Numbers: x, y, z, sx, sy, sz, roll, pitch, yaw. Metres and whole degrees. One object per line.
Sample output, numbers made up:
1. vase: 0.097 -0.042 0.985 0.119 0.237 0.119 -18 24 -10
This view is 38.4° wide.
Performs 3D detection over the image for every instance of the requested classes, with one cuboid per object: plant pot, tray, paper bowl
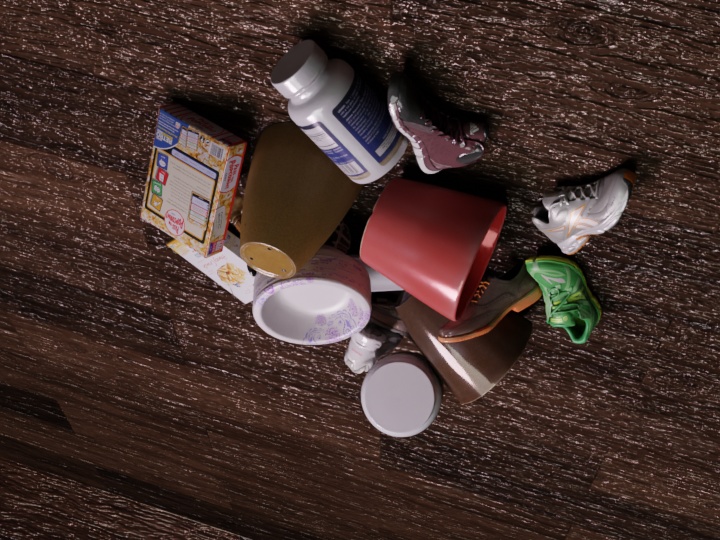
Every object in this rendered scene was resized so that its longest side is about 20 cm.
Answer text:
1. plant pot: 0.107 -0.044 1.590 0.176 0.201 0.201 23 150 13
2. plant pot: 0.161 0.094 1.789 0.200 0.187 0.187 41 146 -9
3. tray: 0.000 0.000 1.812 0.198 0.022 0.108 -3 145 -1
4. plant pot: -0.110 -0.093 1.620 0.185 0.201 0.187 15 150 9
5. paper bowl: -0.081 0.032 1.740 0.199 0.105 0.201 -1 146 -1

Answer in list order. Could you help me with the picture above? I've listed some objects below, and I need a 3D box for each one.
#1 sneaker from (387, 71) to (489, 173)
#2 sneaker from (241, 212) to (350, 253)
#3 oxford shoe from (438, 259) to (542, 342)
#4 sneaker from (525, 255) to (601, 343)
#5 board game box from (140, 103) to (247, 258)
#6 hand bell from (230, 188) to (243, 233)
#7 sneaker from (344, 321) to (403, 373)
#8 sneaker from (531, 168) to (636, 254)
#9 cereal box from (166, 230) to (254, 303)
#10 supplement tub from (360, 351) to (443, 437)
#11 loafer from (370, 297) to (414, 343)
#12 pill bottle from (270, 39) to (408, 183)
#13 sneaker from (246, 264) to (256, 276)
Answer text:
1. sneaker: 0.117 -0.210 1.436 0.115 0.076 0.200 -1 153 24
2. sneaker: -0.109 -0.080 1.785 0.199 0.078 0.085 22 169 1
3. oxford shoe: 0.201 0.051 1.680 0.071 0.199 0.073 11 128 62
4. sneaker: 0.332 0.047 1.678 0.074 0.084 0.200 -9 137 41
5. board game box: -0.271 -0.144 1.655 0.151 0.046 0.201 31 121 22
6. hand bell: -0.194 -0.077 1.694 0.200 0.104 0.104 50 159 25
7. sneaker: 0.014 0.144 1.946 0.078 0.100 0.200 34 -168 18
8. sneaker: 0.314 -0.094 1.486 0.092 0.076 0.200 31 147 -7
9. cereal box: -0.255 -0.020 1.963 0.200 0.040 0.144 39 148 -20
10. supplement tub: 0.077 0.221 1.860 0.144 0.146 0.200 17 179 6
11. loafer: 0.083 0.088 1.924 0.199 0.063 0.072 27 -169 9
12. pill bottle: -0.031 -0.225 1.452 0.111 0.112 0.200 -12 136 42
13. sneaker: -0.119 -0.005 1.870 0.198 0.088 0.074 15 149 10
